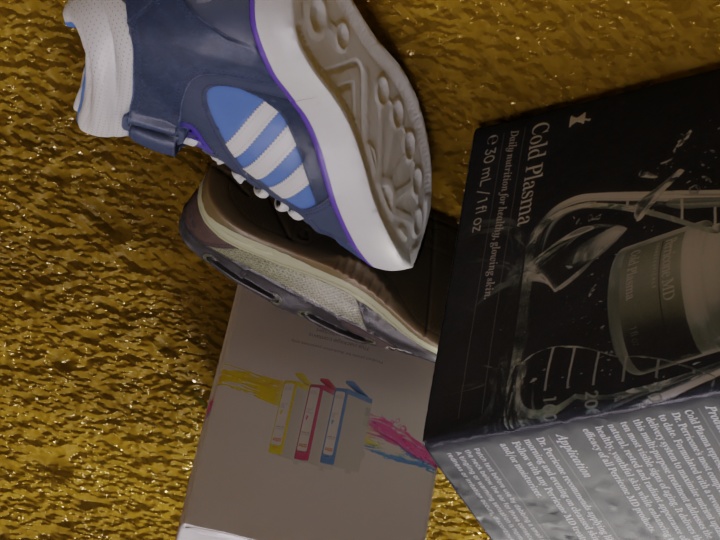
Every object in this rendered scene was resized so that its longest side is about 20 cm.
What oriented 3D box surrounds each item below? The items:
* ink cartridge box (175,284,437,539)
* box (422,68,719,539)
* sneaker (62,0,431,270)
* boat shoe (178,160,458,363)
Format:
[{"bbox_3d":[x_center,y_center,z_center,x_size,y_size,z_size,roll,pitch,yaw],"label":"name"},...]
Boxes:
[{"bbox_3d":[-0.030,0.123,1.137,0.125,0.200,0.129,13,141,-3],"label":"ink cartridge box"},{"bbox_3d":[0.151,0.020,0.974,0.196,0.200,0.124,-12,135,25],"label":"box"},{"bbox_3d":[-0.060,-0.075,1.014,0.146,0.081,0.200,0,143,25],"label":"sneaker"},{"bbox_3d":[0.000,0.000,1.095,0.200,0.073,0.065,30,148,-16],"label":"boat shoe"}]
